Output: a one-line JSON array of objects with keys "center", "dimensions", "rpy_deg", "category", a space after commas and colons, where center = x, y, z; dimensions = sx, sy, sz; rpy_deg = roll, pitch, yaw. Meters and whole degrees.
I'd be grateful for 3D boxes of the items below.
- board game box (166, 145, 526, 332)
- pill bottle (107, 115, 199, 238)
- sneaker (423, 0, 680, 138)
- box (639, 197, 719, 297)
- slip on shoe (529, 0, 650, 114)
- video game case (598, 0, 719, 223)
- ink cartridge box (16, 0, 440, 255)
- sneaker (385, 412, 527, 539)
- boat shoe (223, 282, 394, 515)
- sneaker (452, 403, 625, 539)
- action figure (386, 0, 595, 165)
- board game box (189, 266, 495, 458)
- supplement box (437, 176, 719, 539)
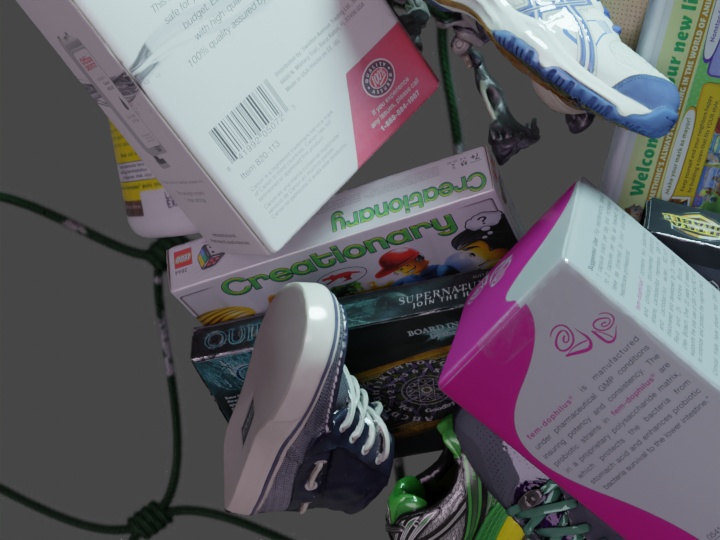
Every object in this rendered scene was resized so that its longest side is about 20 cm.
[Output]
[{"center": [0.000, 0.000, 0.790], "dimensions": [0.198, 0.126, 0.035], "rpy_deg": [-18, 57, 13], "category": "board game box"}, {"center": [-0.104, -0.127, 0.793], "dimensions": [0.108, 0.109, 0.203], "rpy_deg": [-8, 98, 12], "category": "pill bottle"}, {"center": [0.092, -0.149, 0.668], "dimensions": [0.199, 0.075, 0.089], "rpy_deg": [37, 95, -1], "category": "sneaker"}, {"center": [0.233, 0.077, 0.746], "dimensions": [0.197, 0.050, 0.201], "rpy_deg": [14, 119, 7], "category": "box"}, {"center": [0.175, -0.163, 0.723], "dimensions": [0.199, 0.060, 0.076], "rpy_deg": [-40, 112, -10], "category": "slip on shoe"}, {"center": [0.234, -0.095, 0.708], "dimensions": [0.179, 0.022, 0.202], "rpy_deg": [8, 119, -3], "category": "video game case"}, {"center": [-0.073, -0.131, 0.700], "dimensions": [0.147, 0.082, 0.201], "rpy_deg": [-45, 112, -21], "category": "ink cartridge box"}, {"center": [0.042, 0.173, 0.821], "dimensions": [0.084, 0.078, 0.202], "rpy_deg": [24, 101, -12], "category": "sneaker"}, {"center": [-0.017, 0.077, 0.750], "dimensions": [0.091, 0.075, 0.201], "rpy_deg": [6, 145, -16], "category": "boat shoe"}, {"center": [0.126, 0.147, 0.730], "dimensions": [0.074, 0.088, 0.200], "rpy_deg": [-39, 105, 25], "category": "sneaker"}, {"center": [0.058, -0.163, 0.764], "dimensions": [0.118, 0.102, 0.201], "rpy_deg": [-31, 108, 16], "category": "action figure"}, {"center": [0.012, 0.067, 0.804], "dimensions": [0.197, 0.028, 0.136], "rpy_deg": [-12, 136, 11], "category": "board game box"}, {"center": [0.151, 0.065, 0.676], "dimensions": [0.199, 0.104, 0.101], "rpy_deg": [39, 121, -8], "category": "supplement box"}]
